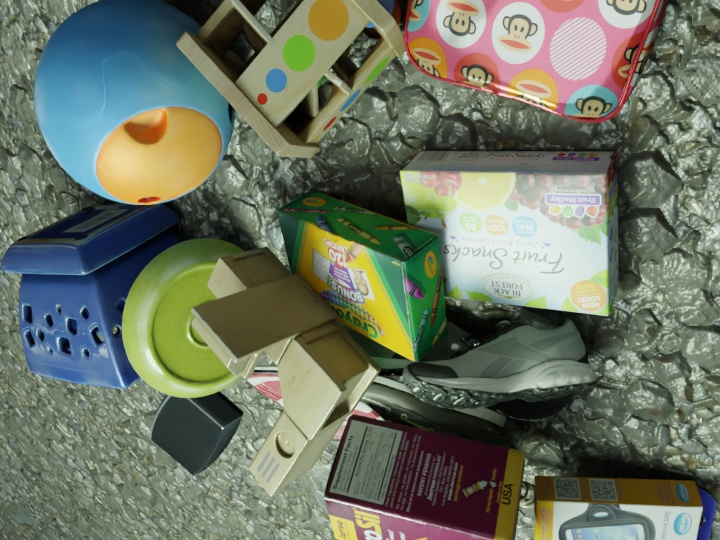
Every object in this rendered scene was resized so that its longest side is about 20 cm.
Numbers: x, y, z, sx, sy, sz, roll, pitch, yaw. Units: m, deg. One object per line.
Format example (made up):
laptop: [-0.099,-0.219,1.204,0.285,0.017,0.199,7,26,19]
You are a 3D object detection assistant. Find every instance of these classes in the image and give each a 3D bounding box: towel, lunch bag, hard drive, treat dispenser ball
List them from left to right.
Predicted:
treat dispenser ball: [-0.226,-0.171,0.718,0.196,0.201,0.205,16,128,21]
hard drive: [-0.279,0.258,1.155,0.134,0.042,0.201,39,133,3]
towel: [-0.043,0.179,0.912,0.141,0.023,0.200,-4,144,33]
lunch bag: [0.136,-0.225,0.537,0.196,0.082,0.180,23,130,17]

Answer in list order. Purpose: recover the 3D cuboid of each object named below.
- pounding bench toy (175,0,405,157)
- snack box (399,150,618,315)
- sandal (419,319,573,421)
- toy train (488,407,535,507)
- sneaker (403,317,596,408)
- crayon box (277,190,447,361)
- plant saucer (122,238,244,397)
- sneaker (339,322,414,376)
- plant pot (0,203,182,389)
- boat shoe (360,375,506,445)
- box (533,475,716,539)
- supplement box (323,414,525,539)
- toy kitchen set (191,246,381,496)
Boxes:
pounding bench toy: [-0.040,-0.206,0.638,0.124,0.200,0.156,45,102,0]
snack box: [0.144,-0.039,0.679,0.195,0.053,0.145,6,125,30]
sandal: [0.135,0.107,0.765,0.196,0.045,0.077,23,90,11]
toy train: [0.147,0.214,0.847,0.194,0.085,0.119,5,107,18]
sneaker: [0.135,0.092,0.702,0.194,0.082,0.074,-4,161,-12]
crayon box: [0.000,0.000,0.753,0.198,0.058,0.121,23,134,42]
plant saucer: [-0.192,0.064,0.866,0.031,0.198,0.204,21,137,54]
sneaker: [-0.002,0.083,0.843,0.194,0.082,0.074,9,168,9]
plant pot: [-0.332,0.019,0.927,0.195,0.200,0.184,1,115,32]
boat shoe: [0.063,0.164,0.793,0.196,0.062,0.072,16,171,6]
box: [0.295,0.289,0.790,0.194,0.042,0.122,-1,122,14]
supplement box: [0.072,0.251,0.756,0.195,0.105,0.133,8,138,17]
toy kitchen set: [-0.124,0.116,0.757,0.200,0.162,0.182,44,121,19]
